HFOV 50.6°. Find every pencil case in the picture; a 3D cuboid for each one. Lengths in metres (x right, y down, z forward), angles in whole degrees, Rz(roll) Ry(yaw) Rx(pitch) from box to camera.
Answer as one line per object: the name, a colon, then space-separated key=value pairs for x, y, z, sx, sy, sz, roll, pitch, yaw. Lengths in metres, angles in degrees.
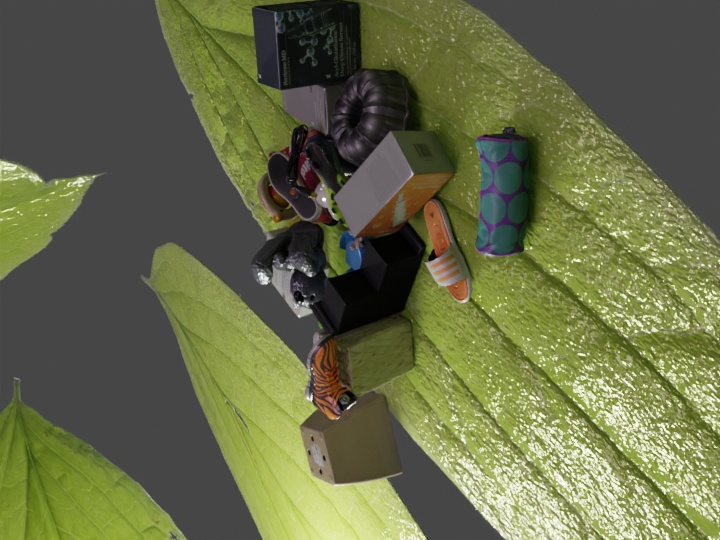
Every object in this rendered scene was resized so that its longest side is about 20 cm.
pencil case: x=0.229 y=-0.126 z=1.250 sx=0.091 sy=0.084 sz=0.204 roll=16 pitch=118 yaw=38

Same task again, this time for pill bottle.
pill bottle: x=-0.071 y=-0.216 z=1.696 sx=0.202 sy=0.111 sz=0.114 roll=58 pitch=147 yaw=24

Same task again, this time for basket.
basket: x=0.012 y=0.180 z=1.671 sx=0.122 sy=0.197 sz=0.139 roll=18 pitch=120 yaw=50

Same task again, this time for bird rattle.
bird rattle: x=-0.183 y=-0.198 z=1.870 sx=0.112 sy=0.162 sz=0.203 roll=-22 pitch=95 yaw=42

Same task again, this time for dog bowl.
dog bowl: x=0.000 y=0.000 z=1.746 sx=0.111 sy=0.049 sz=0.204 roll=36 pitch=133 yaw=47

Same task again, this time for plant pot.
plant pot: x=-0.038 y=0.426 z=1.897 sx=0.199 sy=0.174 sz=0.204 roll=-4 pitch=101 yaw=61

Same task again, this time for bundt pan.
bundt pan: x=0.007 y=-0.302 z=1.485 sx=0.200 sy=0.075 sz=0.207 roll=-20 pitch=65 yaw=51

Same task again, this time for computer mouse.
computer mouse: x=-0.066 y=-0.213 z=1.599 sx=0.046 sy=0.196 sz=0.143 roll=-74 pitch=3 yaw=-85

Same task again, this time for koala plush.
koala plush: x=-0.131 y=0.006 z=1.815 sx=0.174 sy=0.185 sz=0.203 roll=-10 pitch=121 yaw=28

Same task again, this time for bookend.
bookend: x=0.012 y=0.016 z=1.581 sx=0.093 sy=0.197 sz=0.201 roll=52 pitch=145 yaw=31

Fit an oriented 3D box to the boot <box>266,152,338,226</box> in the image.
boot: x=-0.131 y=-0.186 z=1.790 sx=0.072 sy=0.144 sz=0.201 roll=-42 pitch=70 yaw=16

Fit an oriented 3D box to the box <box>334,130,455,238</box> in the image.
box: x=0.062 y=-0.162 z=1.437 sx=0.200 sy=0.123 sz=0.099 roll=-44 pitch=66 yaw=42

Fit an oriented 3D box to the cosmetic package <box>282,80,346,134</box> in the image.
cosmetic package: x=-0.095 y=-0.384 z=1.682 sx=0.199 sy=0.089 sz=0.109 roll=32 pitch=134 yaw=46

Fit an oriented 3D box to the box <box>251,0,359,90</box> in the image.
box: x=-0.108 y=-0.463 z=1.549 sx=0.107 sy=0.197 sz=0.152 roll=31 pitch=131 yaw=50

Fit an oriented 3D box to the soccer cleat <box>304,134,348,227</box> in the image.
soccer cleat: x=-0.049 y=-0.185 z=1.546 sx=0.064 sy=0.084 sz=0.203 roll=-22 pitch=109 yaw=19

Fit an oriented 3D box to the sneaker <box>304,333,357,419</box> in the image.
sneaker: x=-0.052 y=0.226 z=1.570 sx=0.111 sy=0.077 sz=0.203 roll=36 pitch=141 yaw=28

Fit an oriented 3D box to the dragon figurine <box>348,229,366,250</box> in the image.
dragon figurine: x=0.038 y=-0.113 z=1.606 sx=0.198 sy=0.099 sz=0.060 roll=-34 pitch=72 yaw=22

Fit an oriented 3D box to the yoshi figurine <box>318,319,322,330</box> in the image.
yoshi figurine: x=-0.051 y=0.164 z=1.836 sx=0.113 sy=0.109 sz=0.203 roll=-103 pitch=5 yaw=-53

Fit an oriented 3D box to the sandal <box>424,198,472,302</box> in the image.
sandal: x=0.149 y=-0.032 z=1.461 sx=0.079 sy=0.058 sz=0.211 roll=-31 pitch=77 yaw=60

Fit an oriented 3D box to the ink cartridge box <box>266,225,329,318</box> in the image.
ink cartridge box: x=-0.170 y=0.002 z=2.006 sx=0.200 sy=0.083 sz=0.148 roll=48 pitch=142 yaw=38
